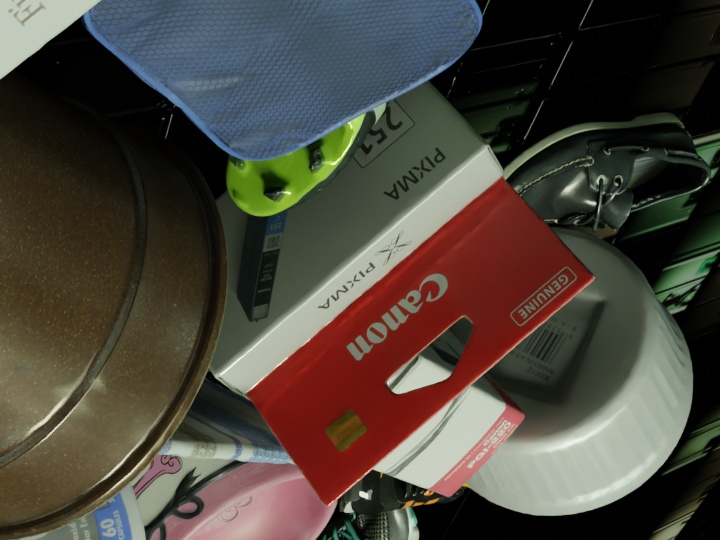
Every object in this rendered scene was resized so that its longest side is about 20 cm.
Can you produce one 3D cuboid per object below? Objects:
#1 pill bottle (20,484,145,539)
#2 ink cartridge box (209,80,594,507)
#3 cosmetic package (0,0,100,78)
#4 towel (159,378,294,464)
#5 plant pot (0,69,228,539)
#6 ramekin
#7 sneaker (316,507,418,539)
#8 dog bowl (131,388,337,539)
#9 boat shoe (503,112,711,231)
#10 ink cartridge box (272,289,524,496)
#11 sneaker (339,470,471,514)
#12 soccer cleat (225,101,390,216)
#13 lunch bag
[{"bbox_3d":[-0.235,0.172,0.868,0.199,0.114,0.114,-9,140,-44],"label":"pill bottle"},{"bbox_3d":[0.000,0.000,0.836,0.200,0.176,0.045,-41,152,2],"label":"ink cartridge box"},{"bbox_3d":[-0.170,-0.150,0.429,0.200,0.167,0.167,-38,152,0],"label":"cosmetic package"},{"bbox_3d":[-0.118,0.084,0.859,0.200,0.146,0.024,13,96,-53],"label":"towel"},{"bbox_3d":[-0.188,-0.013,0.594,0.200,0.200,0.198,-42,145,6],"label":"plant pot"},{"bbox_3d":[0.134,0.066,1.078,0.200,0.201,0.098,-38,145,-3],"label":"ramekin"},{"bbox_3d":[-0.018,0.256,1.296,0.091,0.078,0.201,-9,138,-38],"label":"sneaker"},{"bbox_3d":[-0.102,0.175,1.076,0.199,0.074,0.201,-30,150,-19],"label":"dog bowl"},{"bbox_3d":[0.178,-0.061,1.076,0.199,0.066,0.075,-13,143,-39],"label":"boat shoe"},{"bbox_3d":[0.005,0.055,0.952,0.085,0.146,0.200,-46,152,8],"label":"ink cartridge box"},{"bbox_3d":[0.044,0.147,1.140,0.200,0.089,0.070,5,89,-76],"label":"sneaker"},{"bbox_3d":[0.001,-0.108,0.807,0.200,0.068,0.081,-51,162,20],"label":"soccer cleat"},{"bbox_3d":[-0.049,-0.154,0.609,0.135,0.133,0.200,-26,154,9],"label":"lunch bag"}]
